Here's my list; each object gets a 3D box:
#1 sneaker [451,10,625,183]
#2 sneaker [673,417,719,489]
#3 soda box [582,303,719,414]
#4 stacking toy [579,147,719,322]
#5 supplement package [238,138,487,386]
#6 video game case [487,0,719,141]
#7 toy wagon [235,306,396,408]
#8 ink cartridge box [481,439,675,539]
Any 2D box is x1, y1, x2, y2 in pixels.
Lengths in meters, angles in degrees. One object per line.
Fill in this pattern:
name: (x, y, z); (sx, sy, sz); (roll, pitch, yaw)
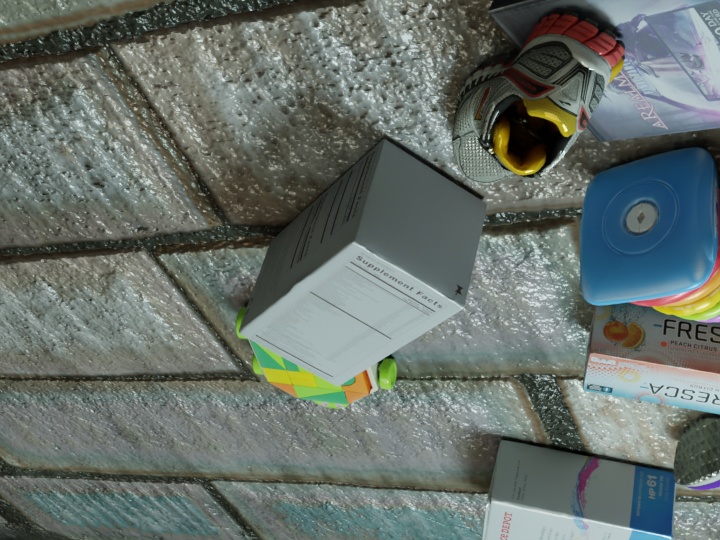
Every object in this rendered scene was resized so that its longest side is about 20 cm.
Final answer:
sneaker: (0.104, -0.102, 0.765); (0.078, 0.083, 0.200); (29, 161, -4)
sneaker: (0.393, 0.177, 1.065); (0.099, 0.070, 0.200); (26, 145, -17)
soda box: (0.301, 0.081, 0.974); (0.198, 0.064, 0.069); (10, 145, 11)
stacking toy: (0.264, 0.002, 0.863); (0.109, 0.117, 0.200); (-12, 148, 39)
supplement package: (0.000, 0.000, 0.943); (0.113, 0.110, 0.200); (30, 143, -19)
video game case: (0.194, -0.140, 0.702); (0.143, 0.019, 0.199); (41, 155, -30)
toy wagon: (-0.041, 0.097, 1.157); (0.154, 0.040, 0.201); (5, 144, 16)
ink cartridge box: (0.241, 0.275, 1.248); (0.198, 0.085, 0.145); (9, 144, 8)
